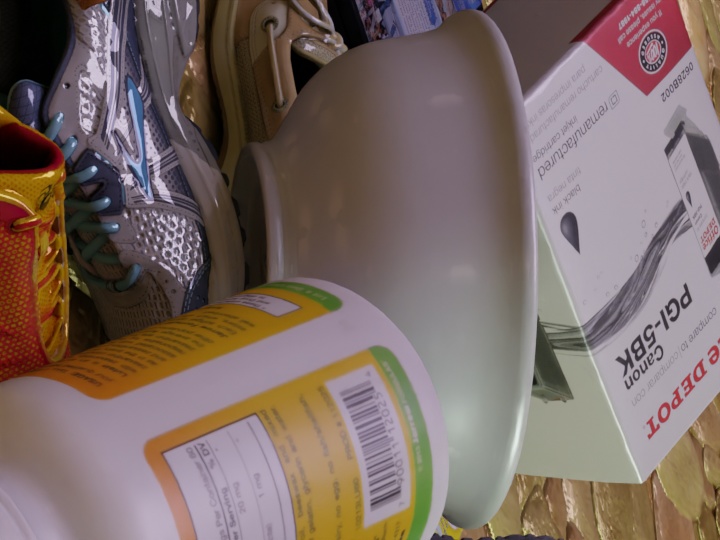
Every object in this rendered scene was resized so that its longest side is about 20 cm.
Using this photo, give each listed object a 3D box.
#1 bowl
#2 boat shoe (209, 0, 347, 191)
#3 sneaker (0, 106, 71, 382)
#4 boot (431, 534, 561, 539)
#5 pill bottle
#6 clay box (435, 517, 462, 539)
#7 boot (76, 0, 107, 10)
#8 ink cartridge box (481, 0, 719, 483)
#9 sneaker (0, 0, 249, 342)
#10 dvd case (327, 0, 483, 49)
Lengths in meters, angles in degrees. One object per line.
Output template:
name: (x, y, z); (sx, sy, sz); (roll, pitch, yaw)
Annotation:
bowl: (0.000, 0.000, 1.147); (0.201, 0.090, 0.202); (179, -90, -78)
boat shoe: (-0.026, -0.066, 1.311); (0.073, 0.063, 0.201); (54, 31, -45)
sneaker: (-0.126, -0.003, 1.005); (0.073, 0.077, 0.201); (-77, 151, -50)
boot: (0.068, 0.204, 1.172); (0.164, 0.066, 0.201); (9, 48, -46)
pill bottle: (-0.073, 0.079, 0.984); (0.200, 0.111, 0.112); (-21, 97, -45)
clay box: (0.004, 0.082, 1.318); (0.200, 0.047, 0.115); (-67, 139, -57)
boot: (-0.119, -0.166, 1.050); (0.199, 0.077, 0.156); (-15, 95, -41)
ink cartridge box: (0.106, -0.023, 1.400); (0.147, 0.083, 0.201); (-45, 123, -37)
sneaker: (-0.104, -0.043, 1.119); (0.086, 0.077, 0.201); (-12, 92, -46)
dvd case: (0.012, -0.169, 1.530); (0.200, 0.017, 0.143); (-52, 126, -64)
